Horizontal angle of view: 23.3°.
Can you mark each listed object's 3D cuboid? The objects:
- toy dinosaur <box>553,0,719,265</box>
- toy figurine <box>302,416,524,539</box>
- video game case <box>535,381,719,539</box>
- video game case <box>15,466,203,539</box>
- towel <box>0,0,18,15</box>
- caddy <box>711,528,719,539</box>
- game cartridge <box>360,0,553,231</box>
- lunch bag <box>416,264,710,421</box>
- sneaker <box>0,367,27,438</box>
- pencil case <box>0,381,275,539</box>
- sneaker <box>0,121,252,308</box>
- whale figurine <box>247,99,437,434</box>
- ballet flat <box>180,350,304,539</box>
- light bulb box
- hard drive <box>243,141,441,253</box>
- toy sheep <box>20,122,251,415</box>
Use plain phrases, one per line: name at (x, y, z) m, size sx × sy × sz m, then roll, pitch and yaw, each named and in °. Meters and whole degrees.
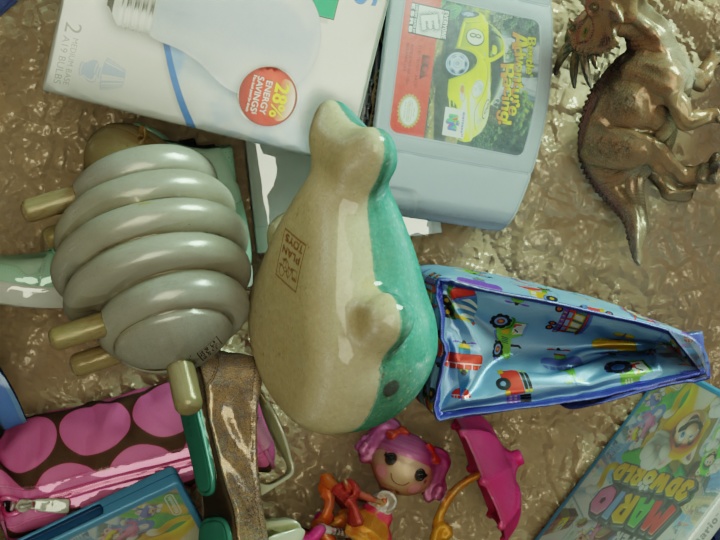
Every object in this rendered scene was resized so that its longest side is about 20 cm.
toy dinosaur at (0.185, -0.113, 1.214) m, size 0.134 × 0.086 × 0.202 m, roll 13°, pitch 103°, yaw 0°
toy figurine at (0.026, 0.175, 1.193) m, size 0.199 × 0.150 × 0.185 m, roll 29°, pitch 77°, yaw 2°
video game case at (0.189, 0.165, 1.188) m, size 0.018 × 0.143 × 0.201 m, roll 38°, pitch 88°, yaw -23°
video game case at (-0.193, 0.216, 1.165) m, size 0.199 × 0.018 × 0.144 m, roll -25°, pitch 140°, yaw -5°
towel at (-0.215, -0.272, 1.138) m, size 0.200 × 0.145 × 0.024 m, roll -47°, pitch 55°, yaw -4°
caddy at (0.305, 0.216, 1.203) m, size 0.105 × 0.141 × 0.200 m, roll -41°, pitch 114°, yaw -7°
game cartridge at (0.067, -0.133, 1.201) m, size 0.132 × 0.041 × 0.202 m, roll 7°, pitch 88°, yaw -27°
lunch bag at (0.135, 0.045, 1.177) m, size 0.198 × 0.151 × 0.095 m, roll 0°, pitch 93°, yaw -7°
sneaker at (-0.293, 0.032, 1.113) m, size 0.078 × 0.070 × 0.201 m, roll -31°, pitch 97°, yaw -11°
pencil case at (-0.154, 0.125, 1.174) m, size 0.198 × 0.094 × 0.092 m, roll -17°, pitch 95°, yaw -7°
sneaker at (-0.175, -0.038, 1.173) m, size 0.199 × 0.074 × 0.119 m, roll -6°, pitch 97°, yaw -14°
whale figurine at (0.000, 0.000, 1.065) m, size 0.103 × 0.159 × 0.202 m, roll -3°, pitch 112°, yaw -29°
ballet flat at (-0.071, 0.149, 1.112) m, size 0.067 × 0.068 × 0.202 m, roll -6°, pitch 91°, yaw -25°
light bulb box at (-0.082, -0.190, 1.114) m, size 0.198 × 0.125 × 0.200 m, roll 12°, pitch 101°, yaw -7°
hard drive at (-0.019, -0.119, 1.213) m, size 0.131 × 0.026 × 0.202 m, roll -7°, pitch 94°, yaw -7°
toy sheep at (-0.131, -0.002, 1.080) m, size 0.137 × 0.138 × 0.202 m, roll -15°, pitch 71°, yaw -6°
